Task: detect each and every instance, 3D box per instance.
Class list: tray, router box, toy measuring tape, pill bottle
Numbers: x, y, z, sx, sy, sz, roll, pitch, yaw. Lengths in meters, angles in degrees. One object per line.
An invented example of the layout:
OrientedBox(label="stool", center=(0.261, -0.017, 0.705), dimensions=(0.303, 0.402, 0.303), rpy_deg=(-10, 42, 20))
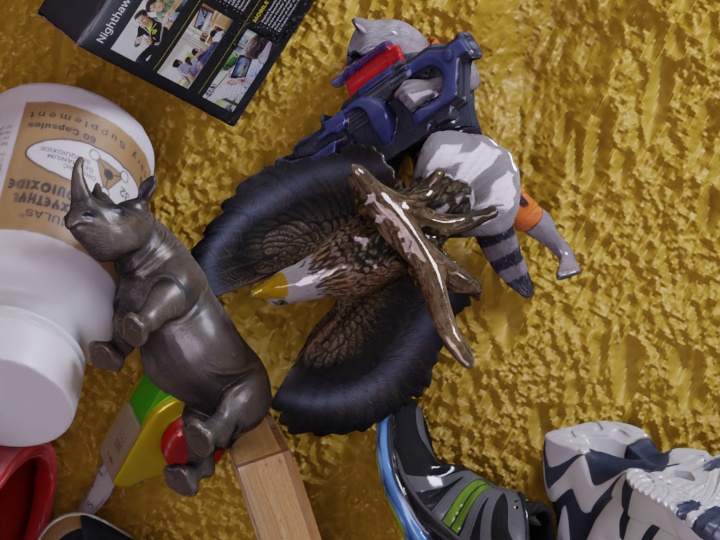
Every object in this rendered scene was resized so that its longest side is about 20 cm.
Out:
OrientedBox(label="tray", center=(-0.033, 0.191, 1.645), dimensions=(0.037, 0.099, 0.201), rpy_deg=(-19, 103, -5))
OrientedBox(label="router box", center=(-0.079, -0.201, 1.637), dimensions=(0.051, 0.149, 0.200), rpy_deg=(39, 98, 39))
OrientedBox(label="toy measuring tape", center=(-0.127, 0.121, 1.712), dimensions=(0.073, 0.074, 0.200), rpy_deg=(32, 113, 3))
OrientedBox(label="pill bottle", center=(-0.193, -0.003, 1.629), dimensions=(0.114, 0.115, 0.201), rpy_deg=(5, 52, 5))

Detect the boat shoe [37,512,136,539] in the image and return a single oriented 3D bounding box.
OrientedBox(label="boat shoe", center=(-0.110, 0.215, 1.691), dimensions=(0.200, 0.062, 0.075), rpy_deg=(32, 97, -18))

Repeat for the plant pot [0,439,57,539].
OrientedBox(label="plant pot", center=(-0.302, 0.162, 1.658), dimensions=(0.182, 0.200, 0.201), rpy_deg=(21, 95, 7))

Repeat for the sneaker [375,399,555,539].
OrientedBox(label="sneaker", center=(0.071, 0.156, 1.658), dimensions=(0.083, 0.071, 0.200), rpy_deg=(-31, 56, -6))

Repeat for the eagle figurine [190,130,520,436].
OrientedBox(label="eagle figurine", center=(-0.007, 0.000, 1.609), dimensions=(0.150, 0.200, 0.152), rpy_deg=(15, 70, -16))

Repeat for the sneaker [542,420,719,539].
OrientedBox(label="sneaker", center=(0.175, 0.174, 1.627), dimensions=(0.079, 0.199, 0.130), rpy_deg=(-13, 107, -31))

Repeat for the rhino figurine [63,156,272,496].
OrientedBox(label="rhino figurine", center=(-0.116, 0.023, 1.577), dimensions=(0.060, 0.087, 0.200), rpy_deg=(-16, 109, 39))

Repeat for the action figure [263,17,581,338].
OrientedBox(label="action figure", center=(0.030, -0.060, 1.681), dimensions=(0.200, 0.104, 0.194), rpy_deg=(-24, 84, 36))
